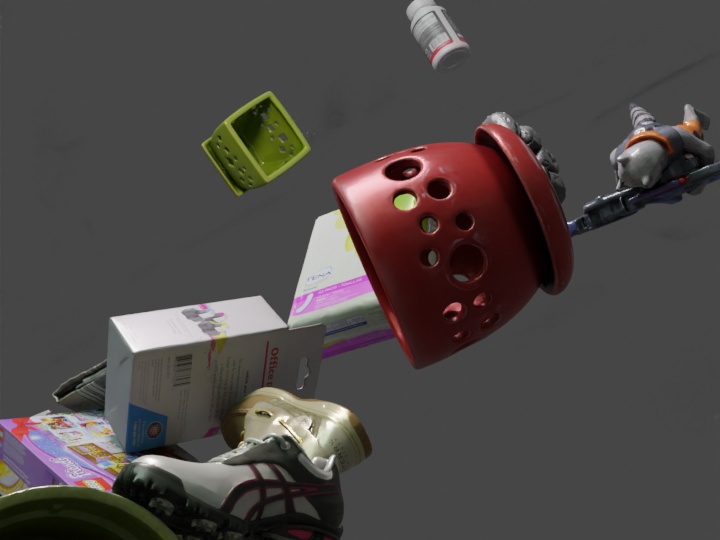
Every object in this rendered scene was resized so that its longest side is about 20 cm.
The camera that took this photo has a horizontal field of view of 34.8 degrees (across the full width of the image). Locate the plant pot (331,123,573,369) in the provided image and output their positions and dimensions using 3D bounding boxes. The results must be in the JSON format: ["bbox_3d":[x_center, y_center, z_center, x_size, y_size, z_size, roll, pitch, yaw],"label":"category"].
[{"bbox_3d":[0.091,-0.030,1.096,0.182,0.201,0.200,-24,12,-5],"label":"plant pot"}]

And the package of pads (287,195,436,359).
[{"bbox_3d":[0.006,0.001,1.300,0.154,0.068,0.200,-18,37,27],"label":"package of pads"}]

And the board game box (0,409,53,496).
[{"bbox_3d":[-0.409,0.262,1.285,0.105,0.103,0.200,-23,14,28],"label":"board game box"}]

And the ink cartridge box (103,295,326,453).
[{"bbox_3d":[-0.141,0.095,1.118,0.200,0.115,0.068,-7,33,-30],"label":"ink cartridge box"}]

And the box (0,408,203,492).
[{"bbox_3d":[-0.245,0.184,1.093,0.137,0.039,0.200,-2,15,-38],"label":"box"}]

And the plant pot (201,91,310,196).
[{"bbox_3d":[-0.287,-0.323,3.043,0.181,0.200,0.199,-27,11,49],"label":"plant pot"}]

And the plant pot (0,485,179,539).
[{"bbox_3d":[-0.215,0.250,0.772,0.200,0.200,0.184,-36,2,-24],"label":"plant pot"}]

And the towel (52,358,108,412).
[{"bbox_3d":[-0.195,0.119,1.230,0.192,0.200,0.035,-27,57,14],"label":"towel"}]

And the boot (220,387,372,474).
[{"bbox_3d":[-0.103,0.175,1.003,0.155,0.073,0.200,-35,21,-32],"label":"boot"}]

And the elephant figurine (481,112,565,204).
[{"bbox_3d":[0.138,-0.082,1.392,0.200,0.155,0.142,-35,53,26],"label":"elephant figurine"}]

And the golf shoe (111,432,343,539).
[{"bbox_3d":[-0.088,0.151,0.800,0.077,0.200,0.088,-10,62,38],"label":"golf shoe"}]

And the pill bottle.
[{"bbox_3d":[0.202,-0.631,3.059,0.111,0.200,0.111,-23,-25,-11],"label":"pill bottle"}]

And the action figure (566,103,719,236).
[{"bbox_3d":[0.280,-0.111,1.191,0.200,0.105,0.193,-24,5,19],"label":"action figure"}]
